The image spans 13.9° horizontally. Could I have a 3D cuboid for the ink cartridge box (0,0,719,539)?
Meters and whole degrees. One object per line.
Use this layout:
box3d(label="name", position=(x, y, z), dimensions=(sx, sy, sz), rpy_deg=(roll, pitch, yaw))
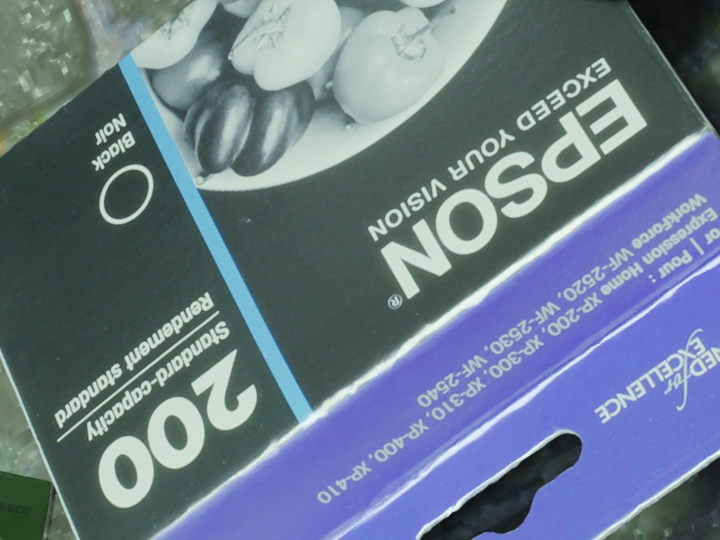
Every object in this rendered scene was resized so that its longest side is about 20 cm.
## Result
box3d(label="ink cartridge box", position=(0.000, 0.000, 0.771), dimensions=(0.198, 0.043, 0.200), rpy_deg=(-37, 53, 10))

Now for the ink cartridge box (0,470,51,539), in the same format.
box3d(label="ink cartridge box", position=(-0.095, 0.154, 0.787), dimensions=(0.059, 0.104, 0.201), rpy_deg=(4, 83, 23))
